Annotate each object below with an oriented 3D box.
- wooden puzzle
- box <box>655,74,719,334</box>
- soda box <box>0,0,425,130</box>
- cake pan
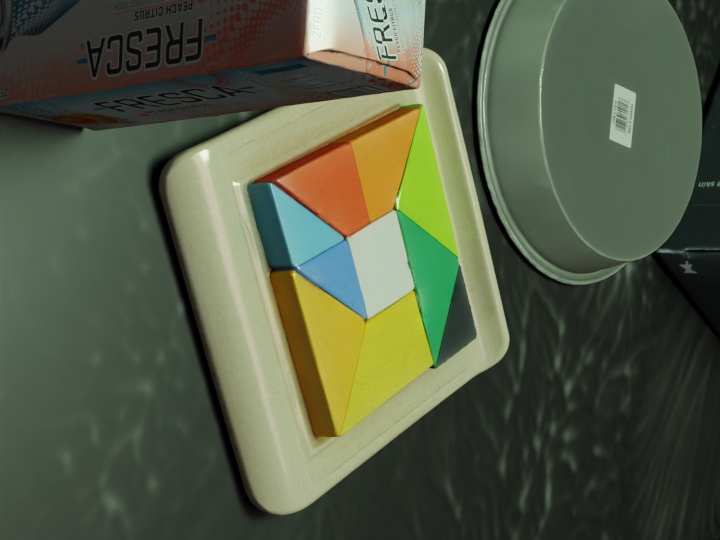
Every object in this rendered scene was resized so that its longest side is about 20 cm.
[{"bbox_3d":[0.000,0.000,0.846,0.200,0.037,0.186,-30,112,-43],"label":"wooden puzzle"},{"bbox_3d":[0.326,-0.061,1.084,0.117,0.196,0.201,46,58,-38],"label":"box"},{"bbox_3d":[-0.067,-0.099,0.654,0.063,0.199,0.069,9,82,-47],"label":"soda box"},{"bbox_3d":[0.144,-0.092,1.003,0.199,0.037,0.202,0,90,-47],"label":"cake pan"}]
